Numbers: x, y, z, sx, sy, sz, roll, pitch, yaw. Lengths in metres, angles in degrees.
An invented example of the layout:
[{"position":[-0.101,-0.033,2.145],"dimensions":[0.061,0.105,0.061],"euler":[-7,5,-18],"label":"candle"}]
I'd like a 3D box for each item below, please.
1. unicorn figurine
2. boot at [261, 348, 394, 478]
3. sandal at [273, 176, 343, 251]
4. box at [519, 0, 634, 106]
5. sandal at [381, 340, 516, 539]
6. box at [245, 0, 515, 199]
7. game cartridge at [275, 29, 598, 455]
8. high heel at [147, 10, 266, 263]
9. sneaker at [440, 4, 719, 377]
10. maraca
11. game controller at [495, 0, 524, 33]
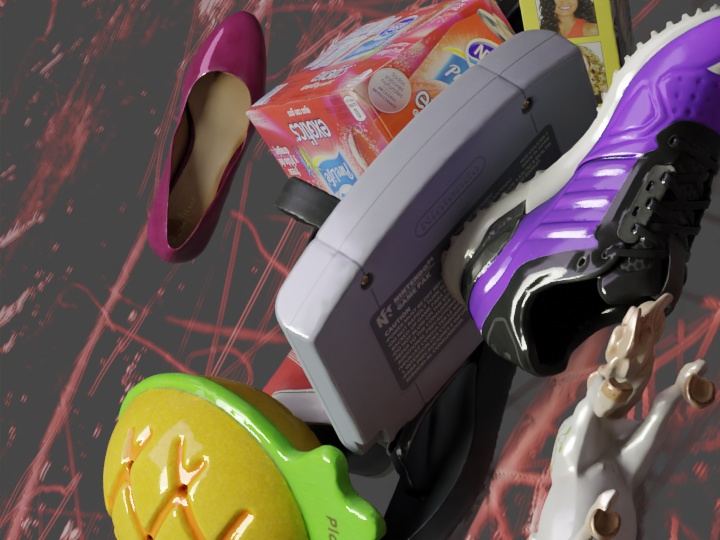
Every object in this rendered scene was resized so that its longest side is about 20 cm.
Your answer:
[{"position":[0.088,0.115,1.111],"dimensions":[0.200,0.074,0.137],"euler":[-54,2,-32],"label":"unicorn figurine"},{"position":[0.002,0.038,1.469],"dimensions":[0.145,0.072,0.200],"euler":[-62,13,-10],"label":"boot"},{"position":[-0.001,-0.001,1.357],"dimensions":[0.048,0.075,0.200],"euler":[-62,-24,-2],"label":"sandal"},{"position":[0.103,-0.171,1.335],"dimensions":[0.075,0.050,0.201],"euler":[-81,-18,-48],"label":"box"},{"position":[0.046,0.058,1.349],"dimensions":[0.076,0.043,0.201],"euler":[-30,34,59],"label":"sandal"},{"position":[0.024,-0.085,1.505],"dimensions":[0.100,0.096,0.200],"euler":[-37,11,-16],"label":"box"},{"position":[0.043,-0.018,1.281],"dimensions":[0.041,0.133,0.200],"euler":[30,69,37],"label":"game cartridge"},{"position":[-0.111,-0.101,2.014],"dimensions":[0.096,0.067,0.201],"euler":[-158,82,-83],"label":"high heel"},{"position":[0.131,-0.027,1.214],"dimensions":[0.200,0.069,0.100],"euler":[-46,40,16],"label":"sneaker"},{"position":[-0.056,0.122,1.357],"dimensions":[0.199,0.138,0.107],"euler":[18,39,42],"label":"maraca"},{"position":[0.134,-0.213,1.534],"dimensions":[0.200,0.042,0.105],"euler":[-51,19,27],"label":"game controller"}]
